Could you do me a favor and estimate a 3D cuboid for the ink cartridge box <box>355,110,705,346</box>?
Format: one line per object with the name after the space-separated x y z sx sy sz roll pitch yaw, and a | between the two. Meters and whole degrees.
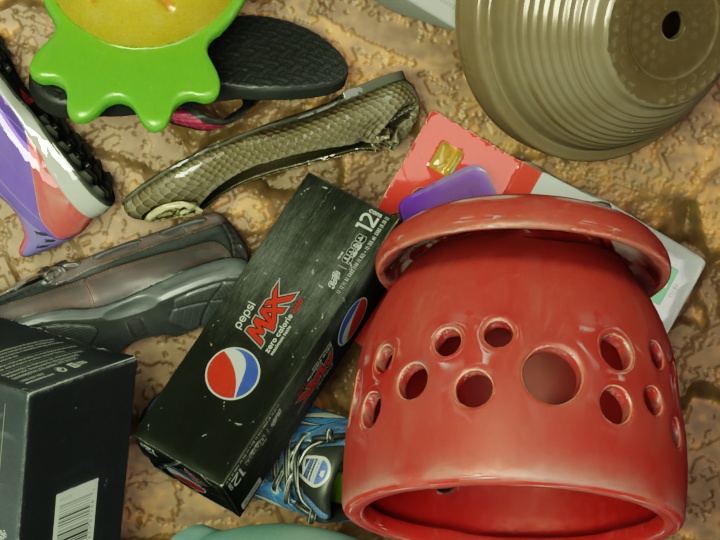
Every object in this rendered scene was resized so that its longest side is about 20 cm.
0.097 0.013 1.471 0.200 0.050 0.161 30 89 -9 | ink cartridge box

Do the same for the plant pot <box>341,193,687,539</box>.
0.090 0.063 1.353 0.200 0.200 0.183 3 70 -7 | plant pot

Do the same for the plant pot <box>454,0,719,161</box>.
0.166 -0.159 1.408 0.200 0.093 0.201 -9 109 -28 | plant pot

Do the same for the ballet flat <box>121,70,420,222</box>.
-0.053 -0.069 1.443 0.200 0.067 0.046 -23 91 -11 | ballet flat

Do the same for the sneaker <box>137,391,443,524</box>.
-0.041 0.113 1.439 0.200 0.089 0.079 11 91 -6 | sneaker

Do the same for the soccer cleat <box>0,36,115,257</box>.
-0.238 -0.100 1.421 0.073 0.068 0.200 -38 95 12 | soccer cleat

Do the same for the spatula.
0.000 0.000 1.462 0.200 0.021 0.057 -28 79 6 | spatula

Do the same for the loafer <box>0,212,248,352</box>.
-0.165 0.017 1.440 0.200 0.072 0.063 -15 59 -8 | loafer

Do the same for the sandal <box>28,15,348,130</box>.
-0.108 -0.117 1.434 0.200 0.075 0.045 -7 133 -13 | sandal

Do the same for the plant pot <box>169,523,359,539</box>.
-0.072 0.236 1.405 0.134 0.200 0.201 26 90 19 | plant pot

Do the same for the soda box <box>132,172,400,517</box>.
-0.053 0.044 1.400 0.071 0.063 0.200 28 73 19 | soda box

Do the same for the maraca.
-0.132 -0.177 1.392 0.137 0.107 0.200 6 69 4 | maraca

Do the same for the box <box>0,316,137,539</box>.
-0.241 0.131 1.350 0.182 0.104 0.200 15 107 29 | box

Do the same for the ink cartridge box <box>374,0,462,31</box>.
0.041 -0.266 1.400 0.147 0.083 0.200 24 91 -42 | ink cartridge box
